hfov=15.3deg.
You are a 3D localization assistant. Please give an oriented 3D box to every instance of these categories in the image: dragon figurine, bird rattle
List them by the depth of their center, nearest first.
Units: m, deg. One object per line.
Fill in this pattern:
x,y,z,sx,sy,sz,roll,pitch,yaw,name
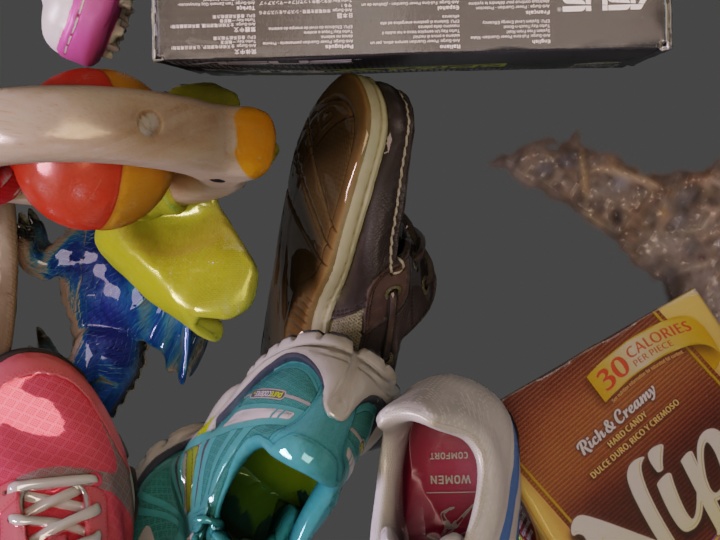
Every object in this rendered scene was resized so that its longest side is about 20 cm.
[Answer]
-0.119,-0.051,1.062,0.199,0.163,0.113,15,74,-24,bird rattle
-0.096,0.020,1.176,0.099,0.059,0.201,-2,93,2,dragon figurine

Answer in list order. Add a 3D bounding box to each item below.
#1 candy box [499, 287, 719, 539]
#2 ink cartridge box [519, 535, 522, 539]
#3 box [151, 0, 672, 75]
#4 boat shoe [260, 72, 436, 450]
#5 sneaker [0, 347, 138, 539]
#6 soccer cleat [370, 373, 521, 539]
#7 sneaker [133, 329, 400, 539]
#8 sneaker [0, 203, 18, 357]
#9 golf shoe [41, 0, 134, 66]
0.144,0.123,1.143,0.116,0.057,0.201,-29,76,-10,candy box
0.092,0.190,1.176,0.147,0.076,0.201,30,96,-1,ink cartridge box
0.021,-0.104,1.096,0.199,0.193,0.048,-1,95,1,box
0.000,0.000,1.142,0.064,0.073,0.201,1,134,-16,boat shoe
-0.119,0.131,1.114,0.073,0.087,0.201,-7,88,-12,sneaker
0.033,0.143,1.090,0.069,0.086,0.201,-7,88,23,soccer cleat
-0.056,0.103,1.137,0.077,0.080,0.200,29,134,-8,sneaker
-0.193,0.033,1.159,0.075,0.070,0.201,2,102,-20,sneaker
-0.125,-0.158,1.102,0.091,0.201,0.076,15,129,-12,golf shoe
